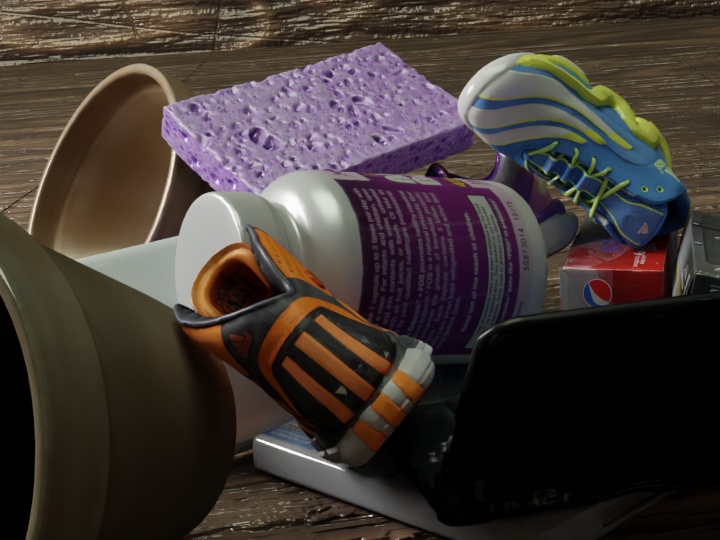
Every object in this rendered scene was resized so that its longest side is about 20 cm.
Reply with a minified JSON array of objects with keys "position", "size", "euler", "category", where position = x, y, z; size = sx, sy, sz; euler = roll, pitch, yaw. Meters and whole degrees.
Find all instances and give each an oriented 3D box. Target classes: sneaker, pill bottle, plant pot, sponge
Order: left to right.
[{"position":[-0.151,0.070,0.639],"size":[0.198,0.203,0.173],"euler":[7,1,31],"category":"plant pot"},{"position":[-0.157,-0.040,1.069],"size":[0.092,0.203,0.200],"euler":[22,-2,-36],"category":"plant pot"},{"position":[-0.027,0.030,0.693],"size":[0.112,0.078,0.200],"euler":[40,-9,1],"category":"sneaker"},{"position":[-0.024,-0.097,0.994],"size":[0.199,0.030,0.111],"euler":[-23,51,-36],"category":"sponge"},{"position":[0.000,0.000,0.829],"size":[0.198,0.114,0.112],"euler":[1,11,-34],"category":"pill bottle"},{"position":[0.049,-0.025,1.025],"size":[0.198,0.089,0.081],"euler":[-24,11,10],"category":"sneaker"},{"position":[0.154,-0.075,0.959],"size":[0.198,0.076,0.106],"euler":[13,34,-40],"category":"sneaker"}]

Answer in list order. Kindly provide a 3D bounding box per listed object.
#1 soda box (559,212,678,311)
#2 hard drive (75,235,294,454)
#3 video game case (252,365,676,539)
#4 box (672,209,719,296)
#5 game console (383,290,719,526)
[{"position":[0.186,0.003,1.027],"size":[0.069,0.064,0.200],"euler":[2,16,15],"category":"soda box"},{"position":[-0.093,0.043,0.832],"size":[0.199,0.133,0.027],"euler":[-15,-22,-41],"category":"hard drive"},{"position":[0.073,0.094,0.786],"size":[0.199,0.022,0.181],"euler":[11,20,42],"category":"video game case"},{"position":[0.292,0.022,0.889],"size":[0.197,0.049,0.158],"euler":[13,17,7],"category":"box"},{"position":[0.121,0.045,0.697],"size":[0.197,0.118,0.176],"euler":[-6,16,-15],"category":"game console"}]
